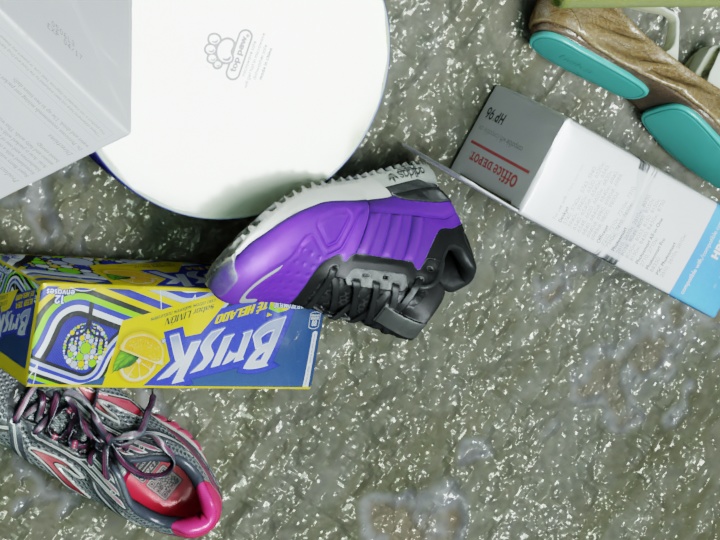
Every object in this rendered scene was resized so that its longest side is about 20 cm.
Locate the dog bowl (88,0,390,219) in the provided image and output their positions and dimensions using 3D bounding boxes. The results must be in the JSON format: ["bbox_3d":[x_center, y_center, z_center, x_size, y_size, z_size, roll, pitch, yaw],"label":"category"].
[{"bbox_3d":[-0.086,-0.134,1.416,0.199,0.079,0.201,-5,107,-18],"label":"dog bowl"}]

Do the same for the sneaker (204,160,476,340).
[{"bbox_3d":[0.000,0.000,1.429,0.200,0.070,0.100,-19,72,-45],"label":"sneaker"}]

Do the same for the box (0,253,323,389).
[{"bbox_3d":[-0.122,0.032,1.430,0.200,0.070,0.065,2,104,-35],"label":"box"}]

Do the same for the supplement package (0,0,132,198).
[{"bbox_3d":[-0.235,-0.107,1.271,0.200,0.120,0.121,-24,136,21],"label":"supplement package"}]

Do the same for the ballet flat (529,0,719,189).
[{"bbox_3d":[0.195,-0.128,1.536,0.200,0.068,0.072,34,72,-20],"label":"ballet flat"}]

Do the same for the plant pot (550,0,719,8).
[{"bbox_3d":[0.197,-0.236,1.445,0.184,0.200,0.201,-9,108,-6],"label":"plant pot"}]

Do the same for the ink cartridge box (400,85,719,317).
[{"bbox_3d":[0.137,-0.053,1.498,0.200,0.116,0.068,27,94,-25],"label":"ink cartridge box"}]

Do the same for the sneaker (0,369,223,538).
[{"bbox_3d":[-0.164,0.095,1.454,0.200,0.075,0.081,31,92,-23],"label":"sneaker"}]
